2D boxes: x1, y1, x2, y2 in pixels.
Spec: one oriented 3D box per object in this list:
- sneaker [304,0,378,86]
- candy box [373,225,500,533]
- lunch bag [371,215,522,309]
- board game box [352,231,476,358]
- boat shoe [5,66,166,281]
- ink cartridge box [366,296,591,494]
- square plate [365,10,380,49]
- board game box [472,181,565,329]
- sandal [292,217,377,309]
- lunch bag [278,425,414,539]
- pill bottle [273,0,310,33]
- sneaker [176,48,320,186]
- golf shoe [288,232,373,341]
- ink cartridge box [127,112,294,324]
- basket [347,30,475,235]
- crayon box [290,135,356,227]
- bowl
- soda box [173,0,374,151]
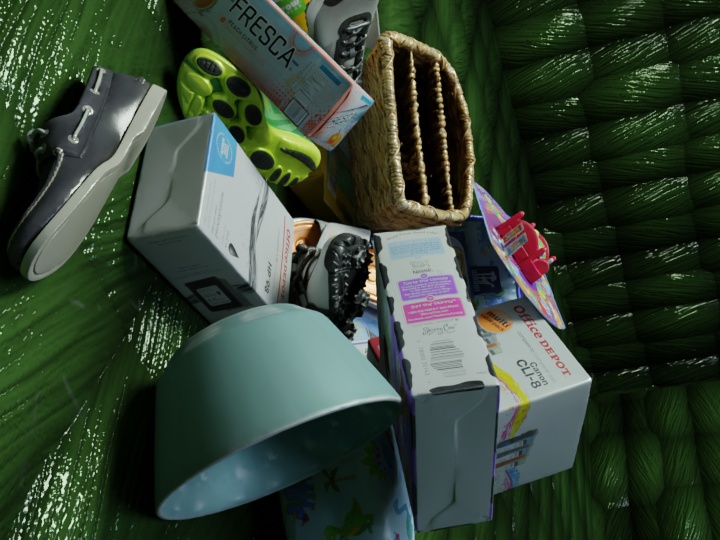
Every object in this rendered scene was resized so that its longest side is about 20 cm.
[{"bbox_3d":[-0.019,-0.212,0.878,0.073,0.201,0.080,-26,72,-35],"label":"sneaker"},{"bbox_3d":[0.061,0.089,0.786,0.201,0.070,0.169,-102,-174,-50],"label":"candy box"},{"bbox_3d":[0.106,0.026,1.154,0.127,0.197,0.173,66,17,-80],"label":"lunch bag"},{"bbox_3d":[0.037,0.030,1.029,0.034,0.197,0.137,155,-73,-64],"label":"board game box"},{"bbox_3d":[-0.197,-0.073,0.619,0.062,0.073,0.201,28,43,-9],"label":"boat shoe"},{"bbox_3d":[0.122,0.145,0.980,0.146,0.197,0.146,-122,-155,-45],"label":"ink cartridge box"},{"bbox_3d":[-0.053,-0.353,1.009,0.198,0.028,0.200,49,-7,16],"label":"square plate"},{"bbox_3d":[0.196,-0.027,1.043,0.158,0.039,0.201,46,22,-28],"label":"board game box"},{"bbox_3d":[0.002,-0.008,0.965,0.204,0.059,0.080,19,67,-22],"label":"sandal"},{"bbox_3d":[-0.005,0.223,0.882,0.200,0.126,0.173,9,71,-74],"label":"lunch bag"},{"bbox_3d":[-0.081,-0.286,0.953,0.201,0.110,0.112,58,28,-47],"label":"pill bottle"},{"bbox_3d":[-0.115,-0.149,0.875,0.084,0.074,0.200,56,10,34],"label":"sneaker"},{"bbox_3d":[-0.041,0.012,0.843,0.078,0.094,0.200,-60,171,-21],"label":"golf shoe"},{"bbox_3d":[-0.113,-0.025,0.790,0.200,0.066,0.117,55,30,-51],"label":"ink cartridge box"},{"bbox_3d":[0.071,-0.148,1.026,0.149,0.141,0.203,150,-62,-69],"label":"basket"},{"bbox_3d":[-0.040,-0.137,1.085,0.126,0.051,0.203,49,35,-57],"label":"crayon box"},{"bbox_3d":[-0.076,0.099,0.691,0.106,0.199,0.201,64,14,19],"label":"bowl"},{"bbox_3d":[-0.080,-0.201,0.824,0.200,0.064,0.068,47,10,15],"label":"soda box"}]
